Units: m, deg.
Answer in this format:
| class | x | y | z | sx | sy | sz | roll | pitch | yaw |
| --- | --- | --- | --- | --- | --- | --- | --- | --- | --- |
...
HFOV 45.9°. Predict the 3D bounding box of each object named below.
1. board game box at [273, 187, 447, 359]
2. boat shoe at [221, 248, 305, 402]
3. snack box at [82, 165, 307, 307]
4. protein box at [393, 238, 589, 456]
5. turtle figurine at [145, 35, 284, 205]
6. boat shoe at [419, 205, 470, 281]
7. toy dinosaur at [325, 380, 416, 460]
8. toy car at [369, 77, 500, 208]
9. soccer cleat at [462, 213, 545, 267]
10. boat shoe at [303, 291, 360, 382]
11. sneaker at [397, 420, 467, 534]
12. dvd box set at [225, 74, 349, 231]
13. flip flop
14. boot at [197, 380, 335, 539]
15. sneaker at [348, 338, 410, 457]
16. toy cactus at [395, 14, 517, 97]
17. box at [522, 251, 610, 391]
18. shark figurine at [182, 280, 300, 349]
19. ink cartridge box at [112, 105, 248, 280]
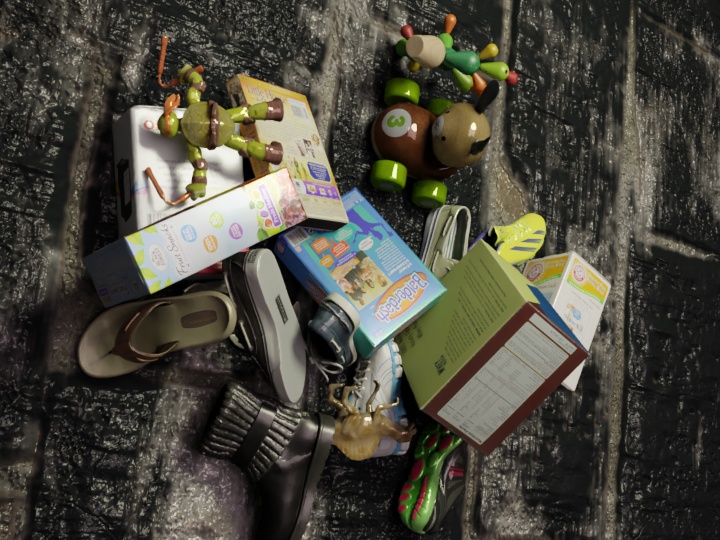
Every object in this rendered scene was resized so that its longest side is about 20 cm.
| class | x | y | z | sx | sy | sz | roll | pitch | yaw |
| --- | --- | --- | --- | --- | --- | --- | --- | --- | --- |
| board game box | 0.000 | 0.000 | 1.174 | 0.151 | 0.045 | 0.200 | -33 | 75 | -32 |
| boat shoe | -0.118 | 0.069 | 1.039 | 0.071 | 0.063 | 0.203 | -47 | 128 | -59 |
| snack box | -0.183 | -0.035 | 0.929 | 0.199 | 0.168 | 0.068 | -27 | 98 | -31 |
| protein box | 0.171 | 0.104 | 1.186 | 0.134 | 0.199 | 0.200 | 37 | 104 | -24 |
| turtle figurine | -0.171 | -0.179 | 1.003 | 0.159 | 0.064 | 0.203 | -1 | 82 | -23 |
| boat shoe | 0.125 | -0.006 | 1.297 | 0.071 | 0.062 | 0.203 | 13 | 77 | -32 |
| toy dinosaur | -0.016 | 0.203 | 1.131 | 0.197 | 0.058 | 0.103 | -4 | 90 | -12 |
| toy car | 0.125 | -0.201 | 1.241 | 0.156 | 0.199 | 0.167 | 19 | 73 | -31 |
| soccer cleat | 0.234 | -0.045 | 1.364 | 0.199 | 0.064 | 0.085 | -36 | 133 | -30 |
| boat shoe | -0.041 | 0.095 | 1.106 | 0.075 | 0.200 | 0.062 | 44 | 69 | 9 |
| sneaker | 0.120 | 0.294 | 1.258 | 0.084 | 0.076 | 0.201 | 49 | 62 | -38 |
| dvd box set | -0.095 | -0.153 | 1.126 | 0.146 | 0.029 | 0.202 | 2 | 64 | -57 |
| flip flop | -0.241 | 0.074 | 0.990 | 0.197 | 0.058 | 0.082 | -13 | 94 | 7 |
| boot | -0.136 | 0.255 | 1.072 | 0.156 | 0.079 | 0.214 | 18 | 90 | -19 |
| sneaker | 0.012 | 0.169 | 1.194 | 0.086 | 0.075 | 0.203 | -10 | 89 | -29 |
| toy cactus | 0.125 | -0.323 | 1.256 | 0.164 | 0.199 | 0.103 | -4 | 124 | -58 |
| box | 0.307 | 0.084 | 1.378 | 0.101 | 0.112 | 0.202 | 36 | 66 | -23 |
| shark figurine | -0.131 | 0.055 | 1.103 | 0.214 | 0.089 | 0.129 | 43 | 61 | -24 |
| ink cartridge box | -0.223 | -0.092 | 1.060 | 0.144 | 0.082 | 0.203 | -1 | 84 | -33 |
